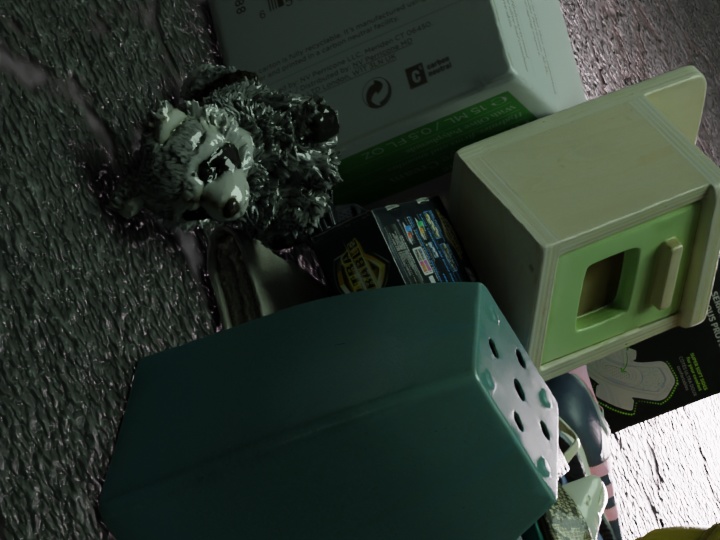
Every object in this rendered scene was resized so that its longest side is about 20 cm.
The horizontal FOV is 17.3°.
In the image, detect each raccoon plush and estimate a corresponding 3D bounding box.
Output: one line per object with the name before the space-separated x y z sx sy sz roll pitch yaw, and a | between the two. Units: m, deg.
raccoon plush | -0.105 -0.072 1.392 0.134 0.200 0.097 7 99 -33

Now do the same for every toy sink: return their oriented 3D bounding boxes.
toy sink | 0.166 -0.028 1.549 0.112 0.200 0.130 49 -32 36

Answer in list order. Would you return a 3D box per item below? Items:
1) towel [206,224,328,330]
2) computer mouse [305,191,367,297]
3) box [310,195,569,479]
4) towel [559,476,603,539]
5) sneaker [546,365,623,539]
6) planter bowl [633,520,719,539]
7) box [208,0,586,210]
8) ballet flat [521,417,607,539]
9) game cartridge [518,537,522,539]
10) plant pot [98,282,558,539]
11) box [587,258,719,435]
towel | -0.034 0.079 1.431 0.133 0.034 0.200 36 34 -60
computer mouse | 0.000 0.000 1.541 0.200 0.053 0.139 30 37 -63
box | 0.052 0.055 1.443 0.200 0.046 0.159 65 17 2
towel | 0.153 0.249 1.611 0.147 0.024 0.200 57 27 -36
sneaker | 0.160 0.142 1.708 0.200 0.070 0.082 73 35 -49
planter bowl | 0.201 0.231 1.546 0.200 0.083 0.201 -51 155 -36
box | 0.027 -0.150 1.612 0.171 0.199 0.200 32 40 -60
ballet flat | 0.116 0.134 1.560 0.200 0.075 0.068 58 -15 31
game cartridge | 0.105 0.240 1.581 0.200 0.041 0.133 -22 99 -68
plant pot | -0.005 0.099 1.226 0.141 0.200 0.141 58 20 -25
box | 0.199 0.051 1.800 0.149 0.200 0.124 -16 85 -81
